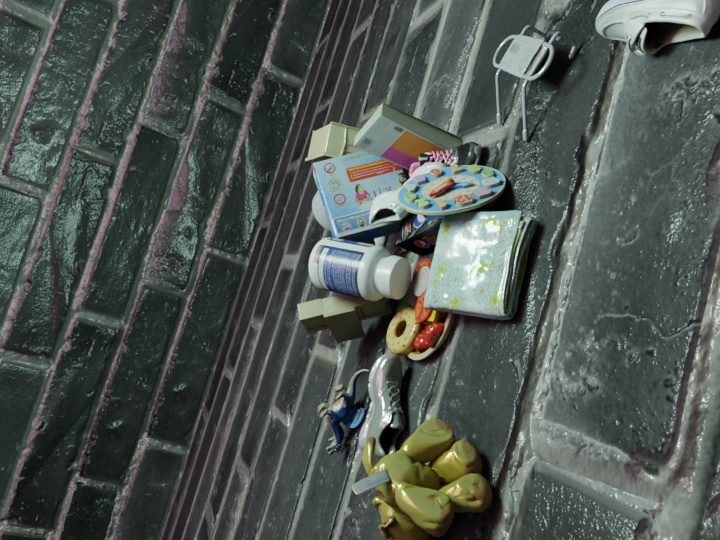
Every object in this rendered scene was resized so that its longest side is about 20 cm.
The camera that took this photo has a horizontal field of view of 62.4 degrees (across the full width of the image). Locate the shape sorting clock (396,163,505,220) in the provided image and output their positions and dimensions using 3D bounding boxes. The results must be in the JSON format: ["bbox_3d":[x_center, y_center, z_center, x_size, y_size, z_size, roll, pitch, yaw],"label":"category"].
[{"bbox_3d":[0.162,-0.150,1.075,0.201,0.197,0.040,-106,3,-57],"label":"shape sorting clock"}]

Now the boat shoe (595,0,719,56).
[{"bbox_3d":[0.387,-0.326,0.798,0.200,0.070,0.071,29,96,63],"label":"boat shoe"}]

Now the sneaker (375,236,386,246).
[{"bbox_3d":[0.008,-0.050,1.510,0.203,0.079,0.070,-70,19,-1],"label":"sneaker"}]

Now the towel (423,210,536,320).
[{"bbox_3d":[0.191,-0.011,0.991,0.199,0.048,0.174,4,75,55],"label":"towel"}]

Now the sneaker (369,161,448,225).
[{"bbox_3d":[0.099,-0.144,1.214,0.199,0.075,0.089,-30,19,34],"label":"sneaker"}]

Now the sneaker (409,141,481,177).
[{"bbox_3d":[0.168,-0.217,1.223,0.199,0.094,0.080,-24,49,62],"label":"sneaker"}]

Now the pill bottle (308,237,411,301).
[{"bbox_3d":[0.000,0.000,1.215,0.198,0.111,0.113,12,81,35],"label":"pill bottle"}]

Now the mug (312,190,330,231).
[{"bbox_3d":[-0.029,-0.188,1.658,0.175,0.146,0.202,-45,65,53],"label":"mug"}]

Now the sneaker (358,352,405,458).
[{"bbox_3d":[0.059,0.261,1.138,0.092,0.075,0.203,1,81,61],"label":"sneaker"}]

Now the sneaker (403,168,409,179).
[{"bbox_3d":[0.086,-0.218,1.466,0.201,0.073,0.088,-59,23,17],"label":"sneaker"}]

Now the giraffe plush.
[{"bbox_3d":[0.085,0.347,0.892,0.174,0.197,0.164,-107,12,-53],"label":"giraffe plush"}]

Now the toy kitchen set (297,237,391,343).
[{"bbox_3d":[-0.039,0.049,1.381,0.164,0.197,0.183,73,-176,-61],"label":"toy kitchen set"}]

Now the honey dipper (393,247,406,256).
[{"bbox_3d":[0.054,-0.001,1.411,0.201,0.038,0.038,-52,27,38],"label":"honey dipper"}]

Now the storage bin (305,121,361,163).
[{"bbox_3d":[-0.033,-0.344,1.704,0.200,0.196,0.095,-167,88,-70],"label":"storage bin"}]

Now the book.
[{"bbox_3d":[0.101,-0.273,1.291,0.133,0.198,0.049,-35,41,56],"label":"book"}]

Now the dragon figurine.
[{"bbox_3d":[-0.028,0.308,1.316,0.201,0.099,0.059,-51,20,-1],"label":"dragon figurine"}]

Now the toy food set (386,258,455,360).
[{"bbox_3d":[0.122,0.073,1.152,0.200,0.048,0.201,-5,67,68],"label":"toy food set"}]

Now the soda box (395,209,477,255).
[{"bbox_3d":[0.148,-0.089,1.193,0.199,0.070,0.064,-24,47,63],"label":"soda box"}]

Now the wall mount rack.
[{"bbox_3d":[0.290,-0.337,1.051,0.175,0.074,0.201,-60,23,19],"label":"wall mount rack"}]

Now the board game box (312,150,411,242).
[{"bbox_3d":[0.011,-0.171,1.349,0.056,0.197,0.198,98,156,-67],"label":"board game box"}]
